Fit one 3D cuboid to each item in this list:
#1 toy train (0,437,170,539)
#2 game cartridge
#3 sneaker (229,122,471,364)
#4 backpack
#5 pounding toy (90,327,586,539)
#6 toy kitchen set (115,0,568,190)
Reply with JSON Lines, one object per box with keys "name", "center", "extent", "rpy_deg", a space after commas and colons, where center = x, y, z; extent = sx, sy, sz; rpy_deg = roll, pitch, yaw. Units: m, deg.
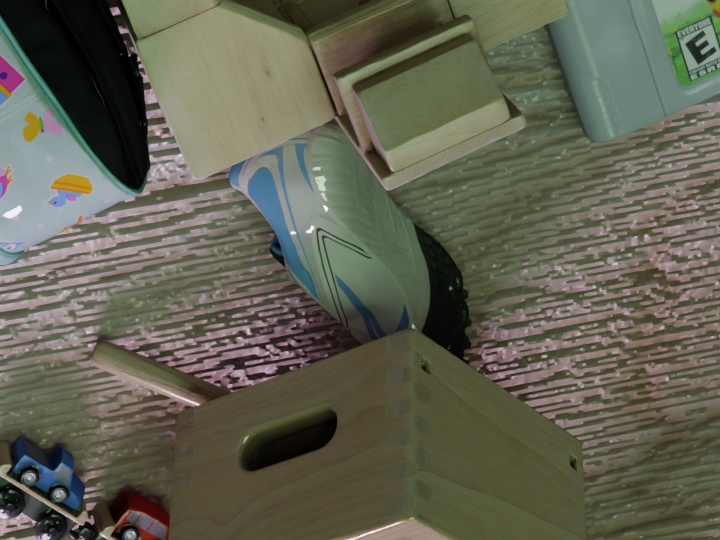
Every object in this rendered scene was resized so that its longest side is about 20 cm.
{"name": "toy train", "center": [-0.124, 0.147, 1.125], "extent": [0.199, 0.034, 0.046], "rpy_deg": [34, 99, -24]}
{"name": "game cartridge", "center": [0.187, -0.164, 1.057], "extent": [0.198, 0.041, 0.134], "rpy_deg": [-25, 113, -1]}
{"name": "sneaker", "center": [0.000, 0.000, 1.078], "extent": [0.072, 0.072, 0.201], "rpy_deg": [-3, 134, 35]}
{"name": "backpack", "center": [-0.186, -0.101, 0.923], "extent": [0.153, 0.176, 0.200], "rpy_deg": [-35, 124, 10]}
{"name": "pounding toy", "center": [-0.015, 0.108, 1.062], "extent": [0.199, 0.143, 0.184], "rpy_deg": [-20, 143, 32]}
{"name": "toy kitchen set", "center": [-0.015, -0.150, 0.938], "extent": [0.198, 0.163, 0.182], "rpy_deg": [-24, 118, -5]}
